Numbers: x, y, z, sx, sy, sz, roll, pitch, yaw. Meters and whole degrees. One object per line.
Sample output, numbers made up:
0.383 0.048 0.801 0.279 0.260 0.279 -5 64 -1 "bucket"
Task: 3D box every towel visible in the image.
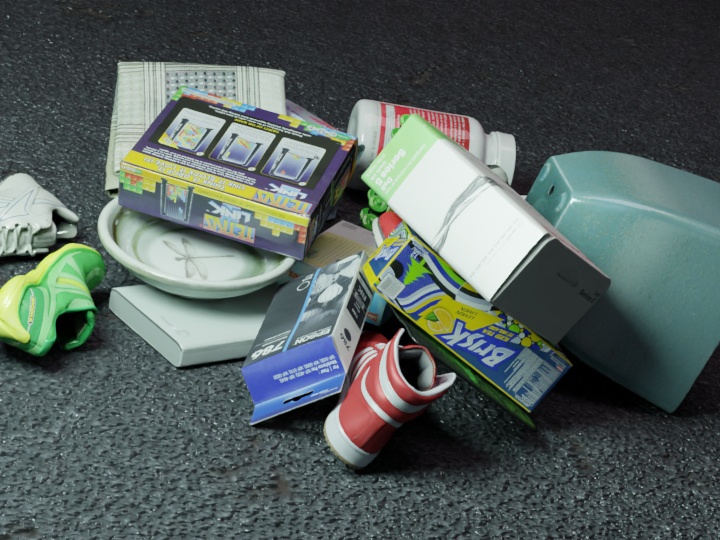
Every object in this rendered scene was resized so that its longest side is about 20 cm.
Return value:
-0.172 -0.152 1.842 0.192 0.035 0.200 3 51 -7 "towel"

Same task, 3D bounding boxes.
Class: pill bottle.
0.084 -0.141 2.117 0.199 0.113 0.112 9 23 -9 "pill bottle"

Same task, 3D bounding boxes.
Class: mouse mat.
0.085 0.074 1.625 0.161 0.008 0.200 37 6 -21 "mouse mat"

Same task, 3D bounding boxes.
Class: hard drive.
-0.127 0.044 1.687 0.200 0.026 0.132 -6 29 -39 "hard drive"

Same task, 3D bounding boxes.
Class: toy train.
0.044 -0.100 1.992 0.056 0.042 0.200 26 53 -8 "toy train"

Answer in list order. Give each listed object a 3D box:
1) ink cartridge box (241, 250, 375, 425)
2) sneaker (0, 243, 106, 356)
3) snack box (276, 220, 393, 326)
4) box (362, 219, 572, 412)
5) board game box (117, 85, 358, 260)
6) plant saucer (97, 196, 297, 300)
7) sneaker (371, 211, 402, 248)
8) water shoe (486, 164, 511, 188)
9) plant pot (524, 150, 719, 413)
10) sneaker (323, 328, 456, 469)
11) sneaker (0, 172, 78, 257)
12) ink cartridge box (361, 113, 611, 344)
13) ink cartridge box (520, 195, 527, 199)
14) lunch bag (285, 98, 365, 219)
-0.047 0.058 1.575 0.099 0.039 0.200 -22 24 21 "ink cartridge box"
-0.281 0.036 1.592 0.084 0.074 0.200 39 22 0 "sneaker"
0.000 0.000 1.803 0.116 0.037 0.200 22 17 11 "snack box"
0.099 0.042 1.602 0.200 0.064 0.070 39 8 -15 "box"
-0.121 -0.101 1.733 0.200 0.057 0.165 17 39 9 "board game box"
-0.161 -0.019 1.700 0.200 0.050 0.200 8 30 -5 "plant saucer"
0.092 0.000 1.723 0.200 0.085 0.077 46 12 30 "sneaker"
0.097 -0.040 1.779 0.071 0.200 0.079 -13 76 -23 "water shoe"
0.257 -0.013 1.732 0.200 0.196 0.196 24 19 -16 "plant pot"
0.031 0.087 1.534 0.071 0.112 0.200 39 23 -13 "sneaker"
-0.356 -0.047 1.726 0.087 0.075 0.200 25 26 16 "sneaker"
0.116 -0.038 1.585 0.200 0.084 0.145 46 10 36 "ink cartridge box"
0.178 -0.022 1.922 0.200 0.085 0.146 -3 27 -28 "ink cartridge box"
-0.119 -0.138 1.946 0.169 0.127 0.200 34 22 26 "lunch bag"
